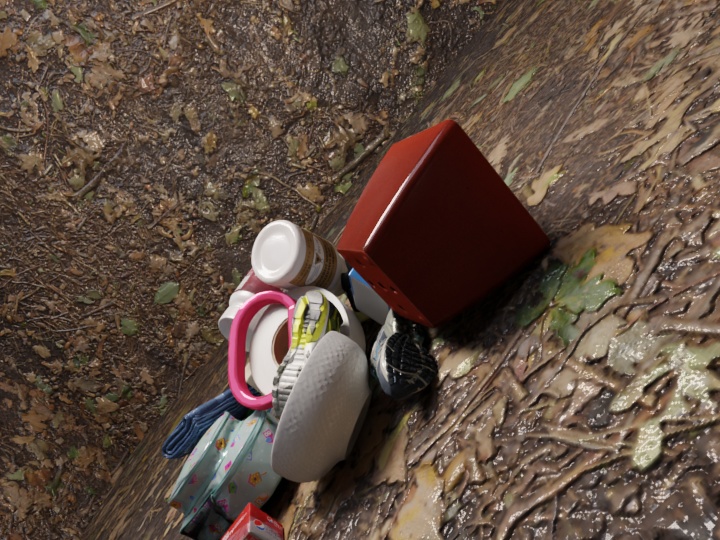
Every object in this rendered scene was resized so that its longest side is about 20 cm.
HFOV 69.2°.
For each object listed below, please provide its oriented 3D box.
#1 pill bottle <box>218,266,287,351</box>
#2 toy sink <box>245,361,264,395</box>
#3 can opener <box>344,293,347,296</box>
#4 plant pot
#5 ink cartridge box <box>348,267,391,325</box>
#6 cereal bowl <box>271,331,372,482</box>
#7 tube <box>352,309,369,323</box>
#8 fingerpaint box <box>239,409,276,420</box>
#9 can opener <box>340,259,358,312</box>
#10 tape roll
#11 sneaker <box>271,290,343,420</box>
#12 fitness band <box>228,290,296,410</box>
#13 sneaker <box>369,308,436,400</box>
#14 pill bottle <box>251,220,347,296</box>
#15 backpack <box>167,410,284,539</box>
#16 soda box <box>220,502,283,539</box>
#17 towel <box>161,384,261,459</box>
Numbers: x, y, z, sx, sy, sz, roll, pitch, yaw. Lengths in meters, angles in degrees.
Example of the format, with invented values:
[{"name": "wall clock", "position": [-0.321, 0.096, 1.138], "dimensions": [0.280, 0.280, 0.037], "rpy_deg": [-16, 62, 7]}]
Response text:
[{"name": "pill bottle", "position": [-0.192, 0.054, 1.048], "dimensions": [0.114, 0.114, 0.202], "rpy_deg": [-36, 19, 48]}, {"name": "toy sink", "position": [-0.120, 0.164, 1.039], "dimensions": [0.201, 0.130, 0.112], "rpy_deg": [-53, 12, -5]}, {"name": "can opener", "position": [0.025, 0.016, 1.113], "dimensions": [0.199, 0.053, 0.067], "rpy_deg": [-32, 21, 53]}, {"name": "plant pot", "position": [0.083, -0.043, 0.685], "dimensions": [0.177, 0.200, 0.200], "rpy_deg": [-47, 15, -9]}, {"name": "ink cartridge box", "position": [0.071, -0.023, 0.860], "dimensions": [0.202, 0.083, 0.147], "rpy_deg": [-55, -19, -17]}, {"name": "cereal bowl", "position": [-0.038, 0.191, 0.703], "dimensions": [0.200, 0.082, 0.204], "rpy_deg": [21, -91, -79]}, {"name": "tube", "position": [0.023, 0.061, 1.021], "dimensions": [0.057, 0.053, 0.200], "rpy_deg": [-16, -16, -37]}, {"name": "fingerpaint box", "position": [-0.231, 0.299, 1.177], "dimensions": [0.166, 0.073, 0.202], "rpy_deg": [-40, 17, 40]}, {"name": "can opener", "position": [0.000, 0.000, 0.909], "dimensions": [0.062, 0.080, 0.201], "rpy_deg": [-22, -26, -14]}, {"name": "tape roll", "position": [-0.091, 0.134, 0.896], "dimensions": [0.198, 0.071, 0.207], "rpy_deg": [-11, 62, 21]}, {"name": "sneaker", "position": [-0.069, 0.137, 0.791], "dimensions": [0.073, 0.084, 0.204], "rpy_deg": [6, 75, 38]}, {"name": "fitness band", "position": [-0.156, 0.129, 0.870], "dimensions": [0.141, 0.037, 0.204], "rpy_deg": [-18, 59, 22]}, {"name": "sneaker", "position": [0.050, 0.129, 0.708], "dimensions": [0.087, 0.077, 0.200], "rpy_deg": [-59, 3, 17]}, {"name": "pill bottle", "position": [-0.100, -0.011, 0.980], "dimensions": [0.112, 0.199, 0.117], "rpy_deg": [-9, 73, 29]}, {"name": "backpack", "position": [-0.198, 0.320, 0.841], "dimensions": [0.200, 0.153, 0.176], "rpy_deg": [-43, 9, 17]}, {"name": "soda box", "position": [-0.187, 0.424, 0.699], "dimensions": [0.201, 0.063, 0.070], "rpy_deg": [-51, 13, -2]}, {"name": "towel", "position": [-0.274, 0.279, 0.977], "dimensions": [0.112, 0.049, 0.199], "rpy_deg": [-49, -10, 20]}]
